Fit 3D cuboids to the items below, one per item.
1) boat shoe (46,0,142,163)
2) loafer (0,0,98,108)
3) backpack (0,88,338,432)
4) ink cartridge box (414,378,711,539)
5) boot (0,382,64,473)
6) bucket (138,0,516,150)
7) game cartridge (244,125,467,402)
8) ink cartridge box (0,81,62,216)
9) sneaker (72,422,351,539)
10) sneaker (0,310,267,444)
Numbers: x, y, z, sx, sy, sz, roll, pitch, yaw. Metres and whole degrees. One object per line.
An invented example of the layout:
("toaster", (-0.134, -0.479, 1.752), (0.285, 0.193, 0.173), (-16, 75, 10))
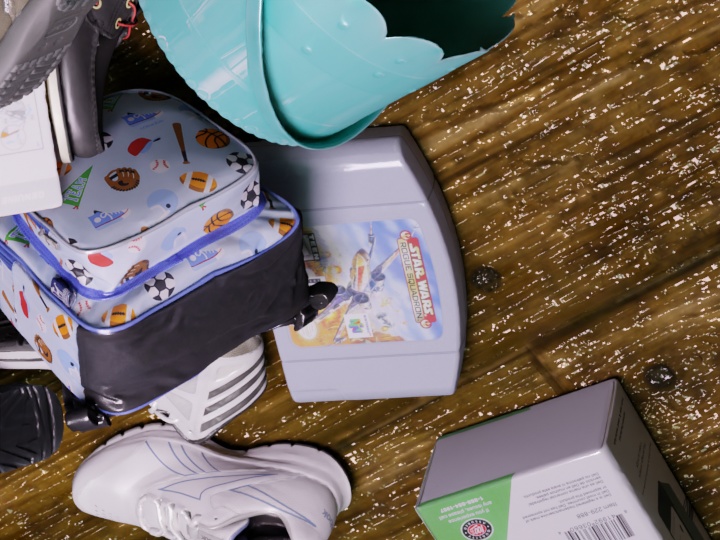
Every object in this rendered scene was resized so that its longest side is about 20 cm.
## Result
("boat shoe", (-0.161, -0.165, 1.462), (0.063, 0.074, 0.202), (0, 86, -6))
("loafer", (-0.176, -0.173, 1.357), (0.070, 0.075, 0.200), (49, 122, 9))
("backpack", (-0.149, -0.021, 1.525), (0.190, 0.200, 0.154), (31, 137, 43))
("ink cartridge box", (0.151, 0.192, 1.669), (0.146, 0.084, 0.200), (-20, 117, 24))
("boot", (-0.324, 0.113, 1.647), (0.168, 0.200, 0.077), (-3, 94, 37))
("bucket", (-0.022, -0.177, 1.397), (0.207, 0.207, 0.135), (45, 129, -17))
("game cartridge", (0.000, 0.000, 1.607), (0.133, 0.042, 0.200), (-2, 123, 19))
("ink cartridge box", (-0.269, -0.124, 1.438), (0.160, 0.047, 0.200), (-10, 95, -12))
("sneaker", (-0.110, 0.161, 1.708), (0.200, 0.087, 0.075), (2, 125, 13))
("sneaker", (-0.159, 0.074, 1.668), (0.200, 0.076, 0.115), (-5, 120, 13))
